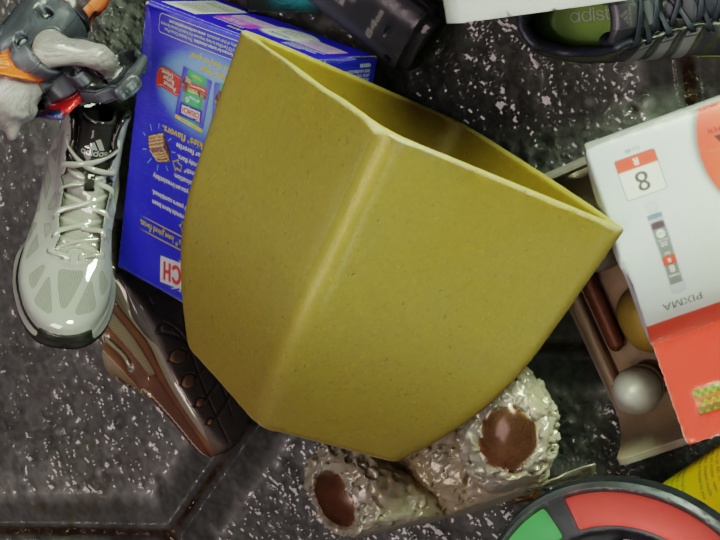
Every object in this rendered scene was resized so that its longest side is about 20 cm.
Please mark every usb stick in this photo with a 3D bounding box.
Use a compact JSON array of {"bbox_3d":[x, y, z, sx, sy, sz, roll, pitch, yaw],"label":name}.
[{"bbox_3d":[-0.031,-0.211,1.180,0.200,0.033,0.056,40,118,11],"label":"usb stick"}]

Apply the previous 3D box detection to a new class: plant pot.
[{"bbox_3d":[0.000,0.000,1.081,0.195,0.194,0.200,39,107,52],"label":"plant pot"}]

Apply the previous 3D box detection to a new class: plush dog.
[{"bbox_3d":[0.061,0.077,1.200,0.200,0.160,0.172,-25,72,33],"label":"plush dog"}]

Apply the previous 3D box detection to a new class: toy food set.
[{"bbox_3d":[0.191,0.014,1.143,0.143,0.060,0.201,-24,92,30],"label":"toy food set"}]

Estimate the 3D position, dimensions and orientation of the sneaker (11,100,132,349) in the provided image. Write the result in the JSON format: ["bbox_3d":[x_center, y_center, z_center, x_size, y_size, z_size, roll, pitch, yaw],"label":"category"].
[{"bbox_3d":[-0.206,-0.049,1.247,0.075,0.201,0.116,5,140,-9],"label":"sneaker"}]

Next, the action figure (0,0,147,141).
[{"bbox_3d":[-0.222,-0.181,1.232,0.200,0.105,0.194,0,60,48],"label":"action figure"}]

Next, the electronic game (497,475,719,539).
[{"bbox_3d":[0.170,0.224,1.102,0.199,0.042,0.201,8,109,24],"label":"electronic game"}]

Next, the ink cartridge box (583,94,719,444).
[{"bbox_3d":[0.242,-0.009,1.077,0.162,0.050,0.201,-19,88,6],"label":"ink cartridge box"}]

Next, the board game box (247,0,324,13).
[{"bbox_3d":[-0.018,-0.276,1.190,0.135,0.028,0.201,5,106,27],"label":"board game box"}]

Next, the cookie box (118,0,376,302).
[{"bbox_3d":[-0.084,-0.073,1.227,0.171,0.075,0.201,25,114,39],"label":"cookie box"}]

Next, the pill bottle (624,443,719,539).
[{"bbox_3d":[0.242,0.169,1.133,0.200,0.104,0.104,-41,83,30],"label":"pill bottle"}]

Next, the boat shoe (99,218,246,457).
[{"bbox_3d":[-0.157,0.057,1.333,0.072,0.076,0.200,-40,75,33],"label":"boat shoe"}]

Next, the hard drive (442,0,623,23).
[{"bbox_3d":[0.098,-0.247,0.992,0.131,0.026,0.201,-6,111,13],"label":"hard drive"}]

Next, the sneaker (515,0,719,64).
[{"bbox_3d":[0.187,-0.158,1.085,0.199,0.081,0.074,-8,100,29],"label":"sneaker"}]
